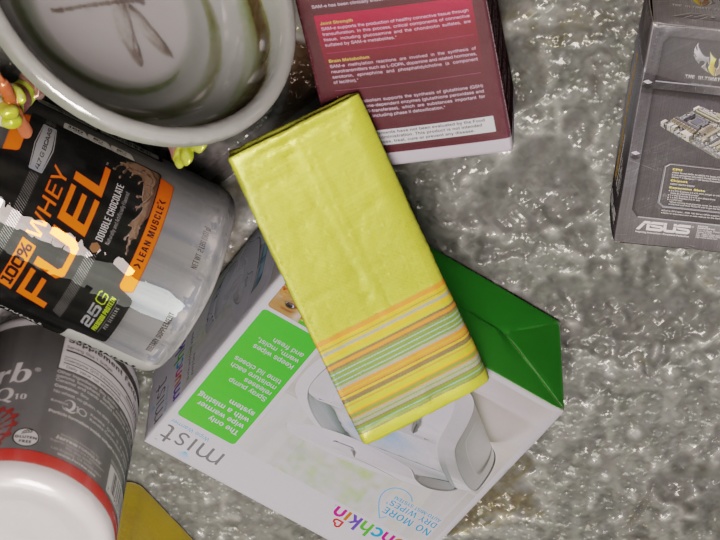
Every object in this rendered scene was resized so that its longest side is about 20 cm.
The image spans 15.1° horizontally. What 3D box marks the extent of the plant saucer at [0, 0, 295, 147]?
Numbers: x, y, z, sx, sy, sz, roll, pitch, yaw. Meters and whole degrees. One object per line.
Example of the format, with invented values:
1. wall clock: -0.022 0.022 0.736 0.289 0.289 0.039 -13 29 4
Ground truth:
1. plant saucer: -0.130 -0.147 1.460 0.200 0.201 0.050 31 140 -19

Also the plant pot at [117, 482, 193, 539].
1. plant pot: -0.180 0.300 1.825 0.200 0.177 0.200 -28 121 23

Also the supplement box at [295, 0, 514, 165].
1. supplement box: 0.020 -0.158 1.532 0.108 0.061 0.200 -6 127 9

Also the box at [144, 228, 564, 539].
1. box: -0.004 0.068 1.686 0.200 0.097 0.177 30 121 -19

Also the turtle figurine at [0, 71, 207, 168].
1. turtle figurine: -0.150 -0.127 1.547 0.161 0.064 0.200 33 84 -26

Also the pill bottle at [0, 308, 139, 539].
1. pill bottle: -0.196 0.100 1.657 0.115 0.200 0.116 2 128 2

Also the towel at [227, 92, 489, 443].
1. towel: 0.000 0.000 1.575 0.086 0.018 0.200 -26 112 -3

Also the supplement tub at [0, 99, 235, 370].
1. supplement tub: -0.185 -0.032 1.604 0.199 0.123 0.123 25 125 -15

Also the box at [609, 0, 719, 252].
1. box: 0.253 -0.082 1.581 0.199 0.048 0.159 5 127 0
